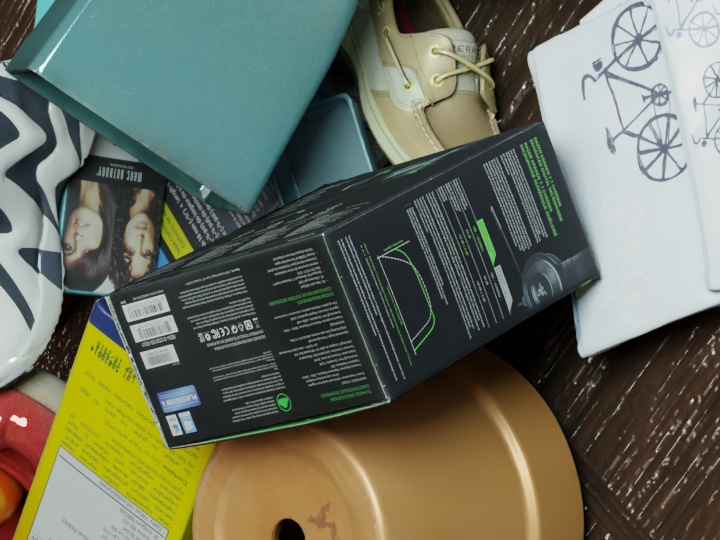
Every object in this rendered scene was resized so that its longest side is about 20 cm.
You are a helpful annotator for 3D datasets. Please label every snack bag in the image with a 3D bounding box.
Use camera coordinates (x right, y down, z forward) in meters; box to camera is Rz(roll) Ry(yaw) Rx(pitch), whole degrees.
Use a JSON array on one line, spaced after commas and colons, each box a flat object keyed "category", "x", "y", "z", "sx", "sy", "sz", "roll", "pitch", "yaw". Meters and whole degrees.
[{"category": "snack bag", "x": 0.170, "y": -0.071, "z": 1.396, "sx": 0.199, "sy": 0.021, "sz": 0.190, "roll": -24, "pitch": 68, "yaw": 40}]

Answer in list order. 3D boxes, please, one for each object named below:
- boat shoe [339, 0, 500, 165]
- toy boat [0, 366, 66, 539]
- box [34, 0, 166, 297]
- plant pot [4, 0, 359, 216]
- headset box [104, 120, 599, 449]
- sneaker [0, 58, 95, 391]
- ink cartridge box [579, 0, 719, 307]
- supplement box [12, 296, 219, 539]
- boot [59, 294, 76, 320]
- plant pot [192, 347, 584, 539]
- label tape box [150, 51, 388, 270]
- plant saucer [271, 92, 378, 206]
[{"category": "boat shoe", "x": 0.039, "y": -0.114, "z": 1.536, "sx": 0.066, "sy": 0.074, "sz": 0.201, "roll": -51, "pitch": 53, "yaw": 32}, {"category": "toy boat", "x": -0.234, "y": 0.144, "z": 1.670, "sx": 0.130, "sy": 0.200, "sz": 0.131, "roll": 21, "pitch": 61, "yaw": 17}, {"category": "box", "x": -0.159, "y": -0.085, "z": 1.627, "sx": 0.049, "sy": 0.082, "sz": 0.201, "roll": 6, "pitch": 90, "yaw": 44}, {"category": "plant pot", "x": -0.079, "y": -0.155, "z": 1.476, "sx": 0.201, "sy": 0.141, "sz": 0.141, "roll": -58, "pitch": 13, "yaw": -4}, {"category": "headset box", "x": 0.001, "y": 0.005, "z": 1.412, "sx": 0.174, "sy": 0.200, "sz": 0.093, "roll": -15, "pitch": 100, "yaw": 44}, {"category": "sneaker", "x": -0.232, "y": -0.030, "z": 1.544, "sx": 0.079, "sy": 0.129, "sz": 0.200, "roll": 29, "pitch": 105, "yaw": 41}, {"category": "ink cartridge box", "x": 0.192, "y": -0.081, "z": 1.412, "sx": 0.095, "sy": 0.037, "sz": 0.201, "roll": -41, "pitch": 55, "yaw": 31}, {"category": "supplement box", "x": -0.113, "y": 0.113, "z": 1.581, "sx": 0.109, "sy": 0.109, "sz": 0.201, "roll": 35, "pitch": 121, "yaw": 23}, {"category": "boot", "x": -0.253, "y": 0.002, "z": 1.686, "sx": 0.066, "sy": 0.200, "sz": 0.176, "roll": 25, "pitch": 125, "yaw": 19}, {"category": "plant pot", "x": 0.002, "y": 0.139, "z": 1.466, "sx": 0.199, "sy": 0.140, "sz": 0.202, "roll": 3, "pitch": 94, "yaw": 39}, {"category": "label tape box", "x": -0.078, "y": -0.063, "z": 1.647, "sx": 0.200, "sy": 0.063, "sz": 0.145, "roll": -52, "pitch": 53, "yaw": 28}, {"category": "plant saucer", "x": 0.000, "y": 0.000, "z": 1.545, "sx": 0.070, "sy": 0.019, "sz": 0.201, "roll": -15, "pitch": 94, "yaw": 35}]
